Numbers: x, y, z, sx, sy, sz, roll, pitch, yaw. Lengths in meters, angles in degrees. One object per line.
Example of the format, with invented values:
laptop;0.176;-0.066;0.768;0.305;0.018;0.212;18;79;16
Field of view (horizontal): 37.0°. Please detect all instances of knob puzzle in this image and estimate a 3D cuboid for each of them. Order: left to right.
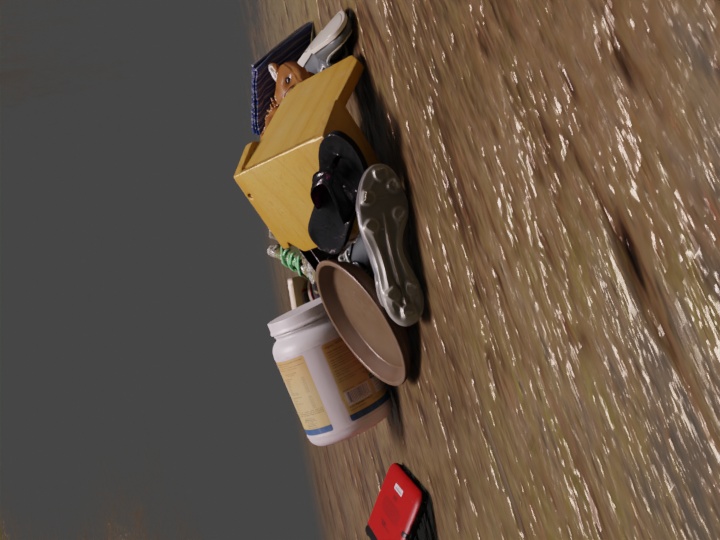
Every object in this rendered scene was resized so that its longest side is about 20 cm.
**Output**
knob puzzle;-0.076;0.106;1.909;0.219;0.030;0.223;-10;-90;-66

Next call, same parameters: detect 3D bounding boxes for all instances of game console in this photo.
game console;0.085;0.401;1.589;0.200;0.117;0.175;-160;92;-79

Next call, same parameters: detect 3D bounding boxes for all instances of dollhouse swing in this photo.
dollhouse swing;-0.045;-0.163;1.501;0.199;0.176;0.183;-18;114;46

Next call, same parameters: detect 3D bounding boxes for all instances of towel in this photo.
towel;-0.136;-0.333;1.898;0.024;0.145;0.201;40;157;15

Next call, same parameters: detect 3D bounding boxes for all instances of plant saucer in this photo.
plant saucer;0.008;0.067;1.478;0.200;0.029;0.201;47;158;25

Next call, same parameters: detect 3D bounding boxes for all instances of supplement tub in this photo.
supplement tub;-0.049;0.150;1.656;0.145;0.143;0.203;180;67;-80

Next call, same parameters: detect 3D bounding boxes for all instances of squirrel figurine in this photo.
squirrel figurine;-0.121;-0.264;1.842;0.200;0.139;0.190;-133;41;-69

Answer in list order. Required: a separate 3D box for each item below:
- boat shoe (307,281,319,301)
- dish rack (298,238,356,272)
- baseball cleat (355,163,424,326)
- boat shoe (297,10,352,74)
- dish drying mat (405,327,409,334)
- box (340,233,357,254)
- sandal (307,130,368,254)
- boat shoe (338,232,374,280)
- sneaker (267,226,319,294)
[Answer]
boat shoe;-0.036;0.078;1.812;0.071;0.062;0.201;49;-170;-44
dish rack;-0.047;-0.096;1.587;0.154;0.054;0.201;52;144;26
baseball cleat;0.030;-0.028;1.353;0.106;0.069;0.203;157;104;-80
boat shoe;-0.038;-0.321;1.565;0.062;0.073;0.200;38;169;-12
dish drying mat;0.047;0.074;1.500;0.201;0.018;0.078;98;161;-61
box;-0.033;-0.044;1.735;0.117;0.059;0.203;-126;28;-69
sandal;-0.034;-0.089;1.383;0.048;0.075;0.202;-48;-21;-39
boat shoe;0.000;0.000;1.530;0.201;0.061;0.074;96;161;-59
sneaker;-0.102;-0.021;1.721;0.201;0.087;0.078;-115;18;-56
